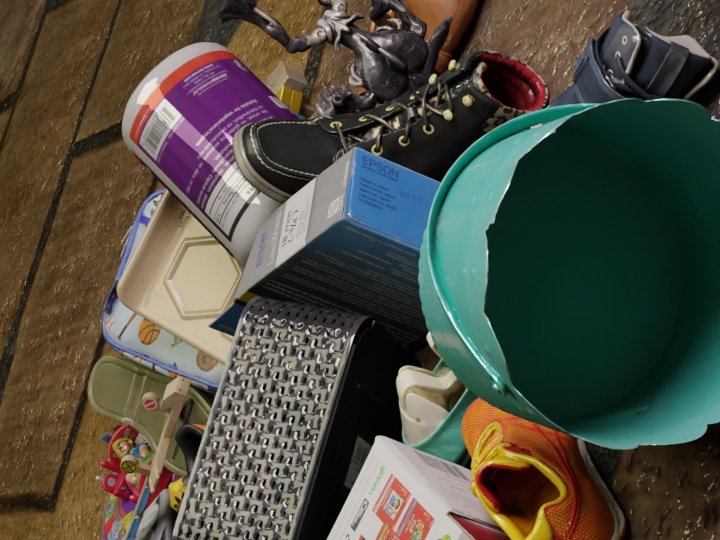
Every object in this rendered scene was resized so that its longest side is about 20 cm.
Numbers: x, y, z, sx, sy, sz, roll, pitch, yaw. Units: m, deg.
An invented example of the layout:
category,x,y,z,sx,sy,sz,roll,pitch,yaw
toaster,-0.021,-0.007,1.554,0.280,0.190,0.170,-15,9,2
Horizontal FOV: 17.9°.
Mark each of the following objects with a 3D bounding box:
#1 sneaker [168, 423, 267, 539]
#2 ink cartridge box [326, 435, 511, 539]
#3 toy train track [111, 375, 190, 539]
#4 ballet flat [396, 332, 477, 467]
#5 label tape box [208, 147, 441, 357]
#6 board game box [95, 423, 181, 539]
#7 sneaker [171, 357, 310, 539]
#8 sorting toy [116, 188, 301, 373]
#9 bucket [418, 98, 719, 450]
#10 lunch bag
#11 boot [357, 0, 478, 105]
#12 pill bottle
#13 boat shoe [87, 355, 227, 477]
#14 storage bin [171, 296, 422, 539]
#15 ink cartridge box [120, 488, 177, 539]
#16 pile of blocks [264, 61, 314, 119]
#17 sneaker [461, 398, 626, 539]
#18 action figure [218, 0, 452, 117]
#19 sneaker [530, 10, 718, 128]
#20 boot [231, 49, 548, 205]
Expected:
category,x,y,z,sx,sy,sz,roll,pitch,yaw
sneaker,-0.111,0.201,1.778,0.070,0.090,0.200,-51,27,33
ink cartridge box,0.029,0.235,1.453,0.200,0.084,0.176,-64,25,8
toy train track,-0.183,0.169,1.875,0.115,0.032,0.200,-80,10,-60
ballet flat,0.065,0.067,1.547,0.200,0.070,0.067,-58,25,21
label tape box,0.000,0.000,1.654,0.200,0.144,0.063,-36,40,50
board game box,-0.202,0.175,2.061,0.200,0.039,0.158,-42,33,46
sneaker,-0.083,0.140,1.717,0.104,0.060,0.200,-54,14,48
sorting toy,-0.075,-0.013,1.826,0.200,0.036,0.186,28,92,23
bucket,0.136,0.001,1.303,0.135,0.207,0.208,-3,66,70
lunch bag,-0.125,0.015,1.914,0.200,0.075,0.161,21,91,39
boot,0.030,-0.210,1.885,0.200,0.073,0.155,14,85,69
pill bottle,-0.085,-0.076,1.759,0.200,0.112,0.113,45,117,21
boat shoe,-0.150,0.125,1.956,0.200,0.068,0.075,31,103,45
storage bin,-0.040,0.134,1.599,0.093,0.135,0.201,10,74,26
ink cartridge box,-0.198,0.318,1.921,0.198,0.043,0.200,-49,30,34
pile of blocks,-0.063,-0.076,1.982,0.082,0.062,0.201,9,84,53
sneaker,0.100,0.119,1.415,0.073,0.077,0.200,-60,24,9
action figure,-0.005,-0.176,1.779,0.119,0.200,0.102,-54,-7,-1
sneaker,0.164,-0.073,1.456,0.146,0.077,0.203,-49,27,41
boot,0.023,-0.107,1.654,0.154,0.203,0.074,-39,57,40
